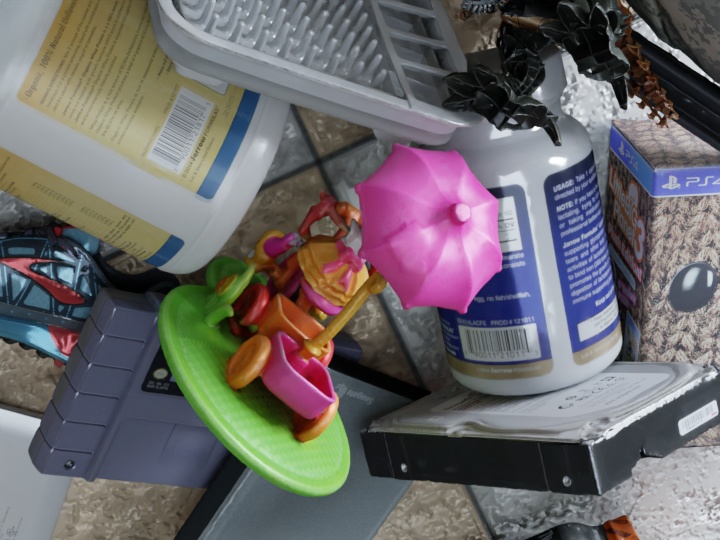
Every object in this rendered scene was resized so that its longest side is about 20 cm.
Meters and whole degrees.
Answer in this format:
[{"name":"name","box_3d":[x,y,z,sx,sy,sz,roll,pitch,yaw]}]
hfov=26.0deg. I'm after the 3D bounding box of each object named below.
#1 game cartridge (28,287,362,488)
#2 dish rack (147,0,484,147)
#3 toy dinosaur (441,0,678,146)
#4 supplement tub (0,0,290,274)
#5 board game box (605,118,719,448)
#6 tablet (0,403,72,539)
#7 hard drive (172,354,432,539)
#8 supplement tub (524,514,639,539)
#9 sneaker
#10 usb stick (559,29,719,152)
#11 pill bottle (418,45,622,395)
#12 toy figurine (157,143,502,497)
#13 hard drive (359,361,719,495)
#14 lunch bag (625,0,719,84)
[{"name":"game cartridge","box_3d":[-0.101,0.083,1.010,0.199,0.038,0.130,12,117,-39]},{"name":"dish rack","box_3d":[-0.036,-0.139,0.884,0.199,0.172,0.044,16,126,-25]},{"name":"toy dinosaur","box_3d":[0.111,-0.150,0.861,0.199,0.136,0.102,23,136,-10]},{"name":"supplement tub","box_3d":[-0.155,-0.101,0.903,0.199,0.145,0.145,28,107,-18]},{"name":"board game box","box_3d":[0.249,0.005,1.033,0.158,0.097,0.201,-4,114,-7]},{"name":"tablet","box_3d":[-0.279,0.177,1.076,0.129,0.014,0.201,17,109,-15]},{"name":"hard drive","box_3d":[-0.038,0.153,1.058,0.139,0.033,0.201,24,105,-42]},{"name":"supplement tub","box_3d":[0.120,0.259,1.110,0.199,0.123,0.123,-26,114,2]},{"name":"sneaker","box_3d":[-0.203,-0.004,0.984,0.199,0.079,0.096,25,102,-27]},{"name":"usb stick","box_3d":[0.167,-0.126,0.945,0.199,0.055,0.033,35,107,9]},{"name":"pill bottle","box_3d":[0.095,-0.034,0.980,0.115,0.116,0.201,-12,107,-3]},{"name":"toy figurine","box_3d":[0.000,0.000,0.897,0.184,0.200,0.150,-42,114,19]},{"name":"hard drive","box_3d":[0.113,0.094,0.976,0.139,0.199,0.038,-21,100,-39]},{"name":"lunch bag","box_3d":[0.220,-0.191,0.872,0.139,0.168,0.200,-33,145,4]}]
